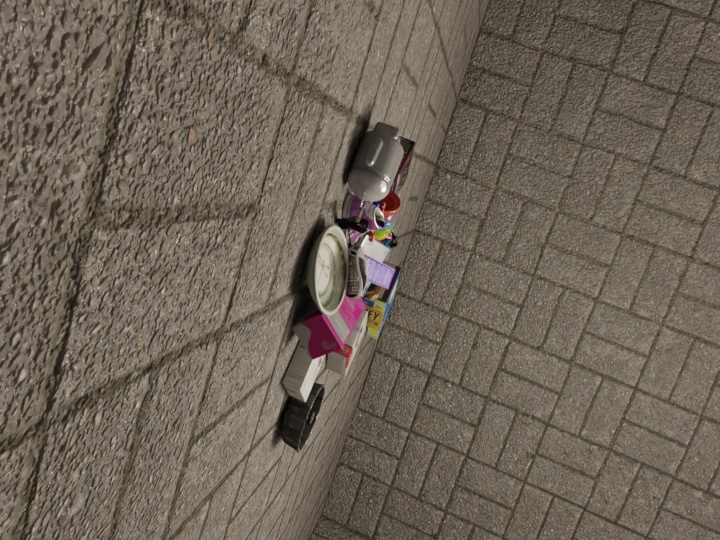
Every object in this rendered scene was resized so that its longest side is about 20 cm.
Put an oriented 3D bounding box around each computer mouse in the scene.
[{"bbox_3d":[-0.014,-0.030,1.453,0.043,0.108,0.208,-3,91,-44],"label":"computer mouse"}]

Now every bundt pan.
[{"bbox_3d":[-0.171,0.413,1.700,0.202,0.074,0.208,20,89,-81],"label":"bundt pan"}]

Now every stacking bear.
[{"bbox_3d":[0.043,-0.139,1.766,0.124,0.110,0.203,-77,-175,-45],"label":"stacking bear"}]

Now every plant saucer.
[{"bbox_3d":[-0.082,-0.002,1.353,0.199,0.049,0.208,3,90,-70],"label":"plant saucer"}]

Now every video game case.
[{"bbox_3d":[0.000,0.000,1.744,0.142,0.018,0.204,25,96,-54],"label":"video game case"}]

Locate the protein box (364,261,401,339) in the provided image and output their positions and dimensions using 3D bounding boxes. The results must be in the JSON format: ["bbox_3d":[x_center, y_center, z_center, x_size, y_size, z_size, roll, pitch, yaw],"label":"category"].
[{"bbox_3d":[0.051,0.101,2.222,0.202,0.131,0.202,-61,168,-45],"label":"protein box"}]

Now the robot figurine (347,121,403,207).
[{"bbox_3d":[0.036,-0.257,1.439,0.170,0.110,0.205,61,49,-72],"label":"robot figurine"}]

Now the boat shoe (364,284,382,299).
[{"bbox_3d":[0.032,0.057,1.954,0.077,0.073,0.199,-63,-160,-13],"label":"boat shoe"}]

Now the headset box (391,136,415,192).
[{"bbox_3d":[0.100,-0.302,1.861,0.151,0.073,0.203,100,12,-49],"label":"headset box"}]

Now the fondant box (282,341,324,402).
[{"bbox_3d":[-0.139,0.236,1.586,0.145,0.057,0.204,89,23,-66],"label":"fondant box"}]

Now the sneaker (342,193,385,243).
[{"bbox_3d":[0.009,-0.115,1.577,0.202,0.111,0.074,94,18,-65],"label":"sneaker"}]

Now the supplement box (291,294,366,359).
[{"bbox_3d":[-0.074,0.112,1.466,0.099,0.105,0.201,-23,-163,30],"label":"supplement box"}]

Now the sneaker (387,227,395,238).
[{"bbox_3d":[0.073,-0.155,1.954,0.200,0.093,0.081,67,46,-75],"label":"sneaker"}]

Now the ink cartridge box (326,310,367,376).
[{"bbox_3d":[-0.048,0.246,2.090,0.149,0.083,0.203,96,17,-56],"label":"ink cartridge box"}]

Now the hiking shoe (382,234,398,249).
[{"bbox_3d":[0.101,-0.100,2.259,0.200,0.084,0.076,57,54,-79],"label":"hiking shoe"}]

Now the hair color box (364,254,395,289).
[{"bbox_3d":[0.006,-0.010,1.609,0.199,0.107,0.067,27,86,-61],"label":"hair color box"}]

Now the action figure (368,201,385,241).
[{"bbox_3d":[0.035,-0.180,1.623,0.052,0.063,0.207,-137,-134,-63],"label":"action figure"}]
